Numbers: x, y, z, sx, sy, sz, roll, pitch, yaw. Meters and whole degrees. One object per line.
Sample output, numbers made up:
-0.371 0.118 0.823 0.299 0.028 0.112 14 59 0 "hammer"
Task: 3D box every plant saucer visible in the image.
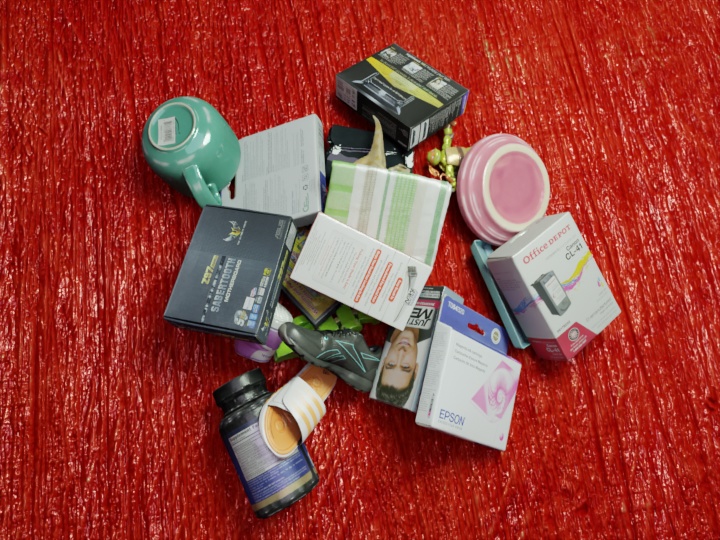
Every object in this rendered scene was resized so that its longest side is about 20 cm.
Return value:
0.249 0.041 0.925 0.019 0.069 0.204 -28 77 32 "plant saucer"
0.267 -0.146 0.936 0.196 0.051 0.206 -1 91 -23 "plant saucer"

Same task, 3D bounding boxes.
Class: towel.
0.038 -0.090 0.851 0.195 0.031 0.152 11 105 -4 "towel"

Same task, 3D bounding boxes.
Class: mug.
-0.286 -0.211 0.897 0.183 0.115 0.153 33 82 18 "mug"

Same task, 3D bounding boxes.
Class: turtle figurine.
0.189 -0.200 0.974 0.158 0.065 0.204 1 67 -12 "turtle figurine"

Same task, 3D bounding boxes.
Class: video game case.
-0.075 -0.030 0.907 0.180 0.026 0.200 -41 68 -14 "video game case"

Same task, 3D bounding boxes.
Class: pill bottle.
-0.152 0.264 0.812 0.110 0.112 0.203 -26 79 -10 "pill bottle"

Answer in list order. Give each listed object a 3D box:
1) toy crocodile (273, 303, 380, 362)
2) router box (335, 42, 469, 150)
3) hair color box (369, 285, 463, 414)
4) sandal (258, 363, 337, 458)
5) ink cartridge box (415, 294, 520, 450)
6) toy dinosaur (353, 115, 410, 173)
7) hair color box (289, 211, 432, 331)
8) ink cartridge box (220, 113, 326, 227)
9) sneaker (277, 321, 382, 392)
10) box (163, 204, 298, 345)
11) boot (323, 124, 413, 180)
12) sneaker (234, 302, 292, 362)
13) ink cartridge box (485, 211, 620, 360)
-0.059 0.102 0.888 0.197 0.062 0.068 -26 61 -7 "toy crocodile"
0.074 -0.325 0.958 0.156 0.053 0.200 -36 63 -24 "router box"
0.093 0.129 0.863 0.060 0.098 0.204 29 72 -38 "hair color box"
-0.082 0.191 0.804 0.079 0.059 0.207 49 37 -7 "sandal"
0.184 0.167 0.834 0.194 0.043 0.204 26 73 -36 "ink cartridge box"
0.032 -0.168 0.879 0.099 0.058 0.204 15 85 6 "toy dinosaur"
0.000 0.000 0.822 0.197 0.064 0.113 26 95 -7 "hair color box"
-0.156 -0.160 0.923 0.196 0.043 0.200 -13 66 19 "ink cartridge box"
-0.044 0.119 0.821 0.199 0.075 0.080 35 83 -35 "sneaker"
-0.198 0.002 0.815 0.154 0.051 0.204 9 67 12 "box"
0.013 -0.165 0.948 0.164 0.076 0.205 2 80 0 "boot"
-0.205 0.071 0.878 0.200 0.072 0.116 44 118 31 "sneaker"
0.327 0.027 0.884 0.146 0.085 0.202 -34 99 -18 "ink cartridge box"
